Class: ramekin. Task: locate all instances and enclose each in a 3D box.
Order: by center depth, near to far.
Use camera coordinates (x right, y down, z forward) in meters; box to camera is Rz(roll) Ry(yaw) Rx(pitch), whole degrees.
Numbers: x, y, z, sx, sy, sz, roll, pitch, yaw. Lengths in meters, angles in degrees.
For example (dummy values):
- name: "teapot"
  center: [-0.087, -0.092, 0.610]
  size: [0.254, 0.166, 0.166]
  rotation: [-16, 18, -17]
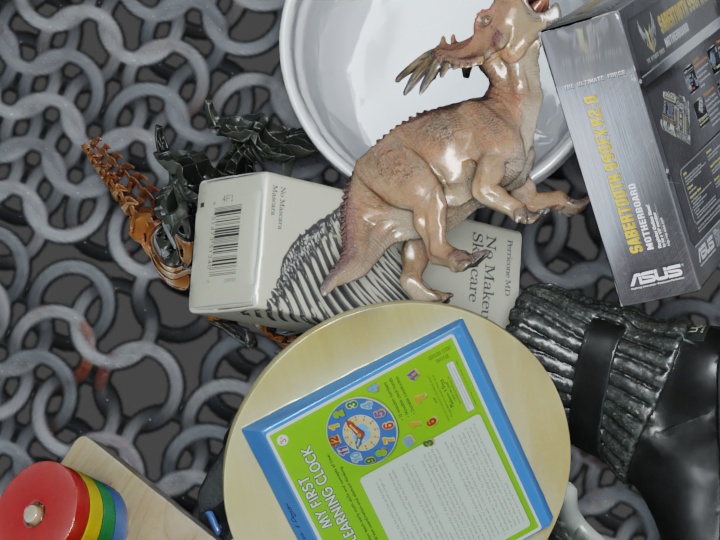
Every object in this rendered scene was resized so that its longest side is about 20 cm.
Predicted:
- name: "ramekin"
  center: [0.056, -0.131, 1.275]
  size: [0.200, 0.105, 0.200]
  rotation: [-1, 84, 7]

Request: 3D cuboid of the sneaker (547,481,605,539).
- name: "sneaker"
  center: [0.134, 0.213, 1.227]
  size: [0.081, 0.075, 0.200]
  rotation: [-40, 78, 47]

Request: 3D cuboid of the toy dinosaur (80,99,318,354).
- name: "toy dinosaur"
  center: [-0.095, -0.023, 1.288]
  size: [0.200, 0.102, 0.136]
  rotation: [20, 130, 4]

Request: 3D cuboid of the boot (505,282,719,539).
- name: "boot"
  center: [0.161, 0.115, 1.241]
  size: [0.158, 0.079, 0.211]
  rotation: [6, 103, 21]

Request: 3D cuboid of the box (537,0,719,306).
- name: "box"
  center: [0.174, -0.085, 1.186]
  size: [0.048, 0.200, 0.159]
  rotation: [-14, 102, 27]

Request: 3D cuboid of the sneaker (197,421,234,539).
- name: "sneaker"
  center: [-0.018, 0.111, 1.275]
  size: [0.200, 0.073, 0.112]
  rotation: [-39, 71, -4]

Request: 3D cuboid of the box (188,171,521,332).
- name: "box"
  center: [0.000, 0.000, 1.224]
  size: [0.068, 0.200, 0.082]
  rotation: [-6, 78, 50]

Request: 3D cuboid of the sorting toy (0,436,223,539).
- name: "sorting toy"
  center: [-0.177, 0.218, 1.239]
  size: [0.199, 0.070, 0.200]
  rotation: [31, 88, 43]

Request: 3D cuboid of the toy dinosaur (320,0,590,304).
- name: "toy dinosaur"
  center: [0.043, -0.064, 1.166]
  size: [0.200, 0.086, 0.136]
  rotation: [-35, 80, -5]

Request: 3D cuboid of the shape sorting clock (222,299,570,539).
- name: "shape sorting clock"
  center: [0.021, 0.112, 1.172]
  size: [0.200, 0.039, 0.200]
  rotation: [-5, 107, -15]
